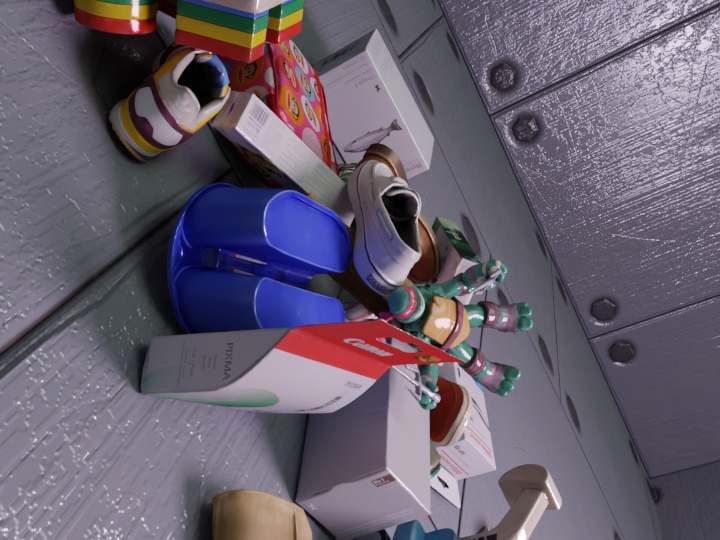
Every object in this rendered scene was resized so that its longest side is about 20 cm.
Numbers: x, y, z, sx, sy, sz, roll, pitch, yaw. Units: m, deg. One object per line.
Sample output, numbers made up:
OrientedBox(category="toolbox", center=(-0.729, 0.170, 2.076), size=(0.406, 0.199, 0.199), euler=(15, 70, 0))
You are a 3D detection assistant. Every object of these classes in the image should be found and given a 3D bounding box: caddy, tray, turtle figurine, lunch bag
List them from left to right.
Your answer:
OrientedBox(category="caddy", center=(-0.089, 0.003, 0.637), size=(0.199, 0.103, 0.144), euler=(23, 72, -63))
OrientedBox(category="lunch bag", center=(-0.088, -0.182, 0.846), size=(0.176, 0.081, 0.203), euler=(47, 27, -52))
OrientedBox(category="tray", center=(0.000, 0.000, 0.775), size=(0.200, 0.037, 0.098), euler=(42, -14, -12))
OrientedBox(category="turtle figurine", center=(0.089, 0.053, 0.693), size=(0.199, 0.151, 0.100), euler=(23, 7, -43))

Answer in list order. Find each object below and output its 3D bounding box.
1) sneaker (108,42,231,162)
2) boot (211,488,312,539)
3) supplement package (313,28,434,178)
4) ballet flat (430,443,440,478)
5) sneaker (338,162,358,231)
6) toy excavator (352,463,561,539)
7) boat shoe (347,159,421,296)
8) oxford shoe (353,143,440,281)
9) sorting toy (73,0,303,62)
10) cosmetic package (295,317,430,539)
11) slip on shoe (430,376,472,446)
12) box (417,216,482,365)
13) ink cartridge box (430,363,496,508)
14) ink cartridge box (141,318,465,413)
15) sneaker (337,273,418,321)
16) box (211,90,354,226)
OrientedBox(category="sneaker", center=(-0.152, -0.172, 0.663), size=(0.075, 0.089, 0.201), euler=(54, 26, -30))
OrientedBox(category="boot", center=(-0.045, 0.283, 0.526), size=(0.175, 0.065, 0.202), euler=(46, 29, -45))
OrientedBox(category="supplement package", center=(0.017, -0.238, 1.092), size=(0.201, 0.116, 0.118), euler=(57, 23, -23))
OrientedBox(category="ballet flat", center=(0.049, 0.202, 0.793), size=(0.063, 0.067, 0.200), euler=(61, -3, 11))
OrientedBox(category="sneaker", center=(-0.028, -0.092, 0.935), size=(0.085, 0.079, 0.200), euler=(33, 26, 13))
OrientedBox(category="toy excavator", center=(0.090, 0.276, 0.668), size=(0.101, 0.198, 0.195), euler=(63, 22, -12))
OrientedBox(category="boat shoe", center=(0.030, -0.062, 0.730), size=(0.072, 0.066, 0.201), euler=(37, 30, -21))
OrientedBox(category="oxford shoe", center=(0.039, -0.054, 0.887), size=(0.072, 0.071, 0.201), euler=(-51, 127, -29))
OrientedBox(category="sorting toy", center=(-0.152, -0.252, 0.640), size=(0.201, 0.196, 0.071), euler=(-65, 169, -59))
OrientedBox(category="cosmetic package", center=(0.008, 0.151, 0.717), size=(0.090, 0.106, 0.202), euler=(48, 30, -32))
OrientedBox(category="slip on shoe", center=(0.075, 0.150, 0.853), size=(0.061, 0.075, 0.200), euler=(25, 4, -19))
OrientedBox(category="box", center=(0.107, 0.021, 0.980), size=(0.036, 0.146, 0.200), euler=(17, 18, -11))
OrientedBox(category="ink cartridge box", center=(0.134, 0.214, 1.010), size=(0.116, 0.066, 0.202), euler=(47, 30, -43))
OrientedBox(category="ink cartridge box", center=(-0.038, 0.081, 0.547), size=(0.160, 0.197, 0.051), euler=(29, 61, -57))
OrientedBox(category="sneaker", center=(0.035, 0.037, 0.928), size=(0.105, 0.075, 0.201), euler=(57, 19, -13))
OrientedBox(category="box", center=(-0.069, -0.108, 0.733), size=(0.200, 0.038, 0.042), euler=(39, 74, -49))
